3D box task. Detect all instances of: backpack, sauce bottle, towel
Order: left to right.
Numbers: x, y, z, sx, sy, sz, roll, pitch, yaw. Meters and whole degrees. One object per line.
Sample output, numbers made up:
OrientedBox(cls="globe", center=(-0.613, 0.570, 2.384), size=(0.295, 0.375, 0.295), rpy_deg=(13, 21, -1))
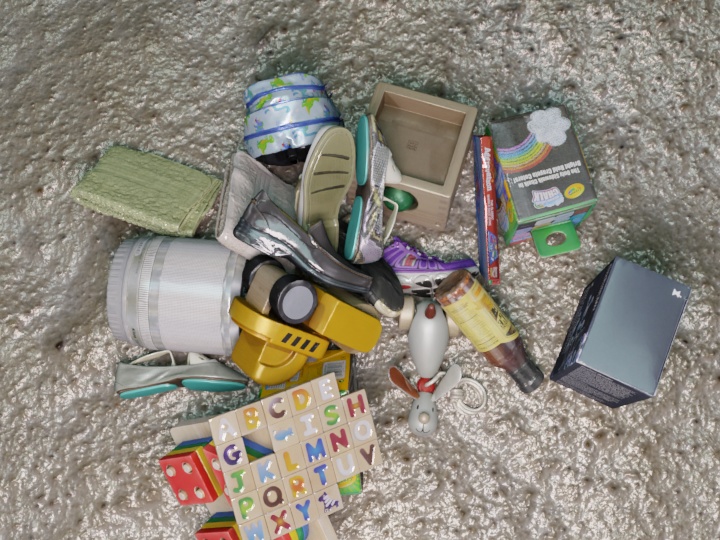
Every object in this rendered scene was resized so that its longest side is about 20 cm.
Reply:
OrientedBox(cls="towel", center=(-0.320, -0.119, 1.268), size=(0.197, 0.037, 0.149), rpy_deg=(18, 42, 5))
OrientedBox(cls="towel", center=(-0.141, -0.082, 1.203), size=(0.034, 0.132, 0.202), rpy_deg=(-38, 34, 29))
OrientedBox(cls="backpack", center=(-0.102, -0.212, 1.209), size=(0.160, 0.201, 0.156), rpy_deg=(-6, 113, 3))
OrientedBox(cls="sauce bottle", center=(0.186, 0.089, 1.183), size=(0.066, 0.066, 0.200), rpy_deg=(-44, 107, -8))

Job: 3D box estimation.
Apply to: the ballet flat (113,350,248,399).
OrientedBox(cls="ballet flat", center=(-0.261, 0.146, 1.222), size=(0.196, 0.068, 0.065), rpy_deg=(-5, 69, 1))

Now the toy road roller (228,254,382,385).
OrientedBox(cls="toy road roller", center=(-0.085, 0.081, 1.113), size=(0.198, 0.122, 0.148), rpy_deg=(24, 93, -36))

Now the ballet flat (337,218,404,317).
OrientedBox(cls="ballet flat", center=(0.000, 0.000, 1.197), size=(0.201, 0.066, 0.057), rpy_deg=(51, 127, 37))

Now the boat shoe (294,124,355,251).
OrientedBox(cls="boat shoe", center=(-0.059, -0.108, 1.151), size=(0.074, 0.203, 0.068), rpy_deg=(-3, 31, -29))

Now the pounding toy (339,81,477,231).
OrientedBox(cls="pounding toy", center=(0.056, -0.144, 1.252), size=(0.181, 0.143, 0.203), rpy_deg=(16, 66, 8))

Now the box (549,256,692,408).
OrientedBox(cls="box", center=(0.344, 0.091, 1.135), size=(0.106, 0.200, 0.150), rpy_deg=(23, 78, 8))

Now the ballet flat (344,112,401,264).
OrientedBox(cls="ballet flat", center=(0.021, -0.109, 1.146), size=(0.071, 0.072, 0.204), rpy_deg=(7, 98, 4))

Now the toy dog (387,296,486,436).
OrientedBox(cls="toy dog", center=(0.099, 0.124, 1.192), size=(0.130, 0.096, 0.203), rpy_deg=(-17, 76, -1))

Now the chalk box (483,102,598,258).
OrientedBox(cls="chalk box", center=(0.262, -0.116, 1.229), size=(0.123, 0.124, 0.204), rpy_deg=(-13, 77, -1))

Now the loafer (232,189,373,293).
OrientedBox(cls="loafer", center=(-0.065, -0.033, 1.101), size=(0.198, 0.073, 0.073), rpy_deg=(27, 91, -14))

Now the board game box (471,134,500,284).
OrientedBox(cls="board game box", center=(0.179, -0.090, 1.199), size=(0.019, 0.103, 0.204), rpy_deg=(-5, 100, 1))

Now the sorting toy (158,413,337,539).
OrientedBox(cls="sorting toy", center=(-0.156, 0.291, 1.090), size=(0.197, 0.069, 0.203), rpy_deg=(-16, 103, 37))

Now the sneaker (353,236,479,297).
OrientedBox(cls="sneaker", center=(0.076, -0.010, 1.237), size=(0.196, 0.081, 0.085), rpy_deg=(1, 71, 4))

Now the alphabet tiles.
OrientedBox(cls="alphabet tiles", center=(-0.071, 0.225, 1.026), size=(0.197, 0.008, 0.170), rpy_deg=(-18, 100, -20))

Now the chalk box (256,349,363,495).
OrientedBox(cls="chalk box", center=(-0.060, 0.226, 1.143), size=(0.121, 0.125, 0.204), rpy_deg=(-4, 111, 4))

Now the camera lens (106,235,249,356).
OrientedBox(cls="camera lens", center=(-0.240, 0.035, 1.197), size=(0.196, 0.160, 0.163), rpy_deg=(5, 77, 4))
